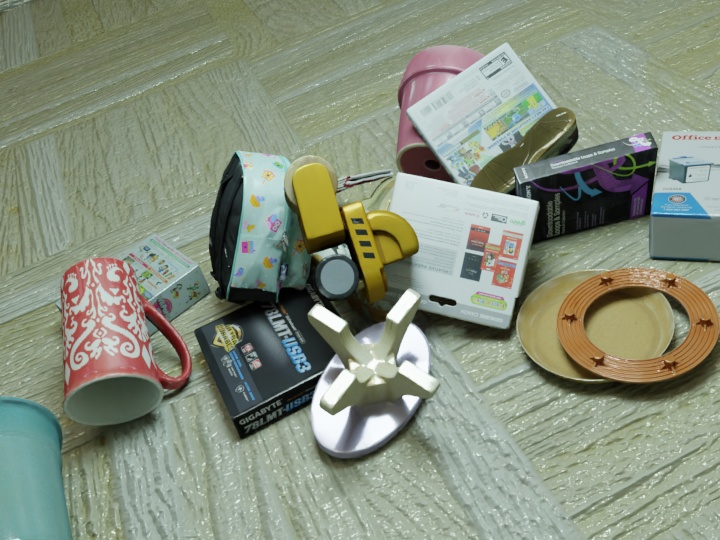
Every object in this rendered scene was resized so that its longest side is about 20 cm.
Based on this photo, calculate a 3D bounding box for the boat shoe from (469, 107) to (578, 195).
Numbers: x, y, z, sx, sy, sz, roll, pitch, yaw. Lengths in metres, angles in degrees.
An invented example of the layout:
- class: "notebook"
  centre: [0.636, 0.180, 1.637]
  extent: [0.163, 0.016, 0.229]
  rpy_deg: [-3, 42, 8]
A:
- class: "boat shoe"
  centre: [0.245, -0.151, 1.248]
  extent: [0.199, 0.065, 0.074]
  rpy_deg: [-40, 42, 7]

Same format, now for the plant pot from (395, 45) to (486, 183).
- class: "plant pot"
  centre: [0.143, -0.238, 1.411]
  extent: [0.197, 0.201, 0.181]
  rpy_deg: [6, 60, 26]

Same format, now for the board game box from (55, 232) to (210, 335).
- class: "board game box"
  centre: [-0.362, 0.041, 1.349]
  extent: [0.199, 0.065, 0.147]
  rpy_deg: [-39, 45, -23]

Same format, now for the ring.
- class: "ring"
  centre: [0.346, 0.060, 1.065]
  extent: [0.197, 0.019, 0.202]
  rpy_deg: [-10, 40, 8]

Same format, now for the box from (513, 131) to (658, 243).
- class: "box"
  centre: [0.322, -0.113, 1.220]
  extent: [0.197, 0.144, 0.036]
  rpy_deg: [-13, 52, 5]

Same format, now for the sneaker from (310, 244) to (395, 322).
- class: "sneaker"
  centre: [0.000, 0.000, 1.258]
  extent: [0.087, 0.076, 0.199]
  rpy_deg: [-30, 43, -23]

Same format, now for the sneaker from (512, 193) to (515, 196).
- class: "sneaker"
  centre: [0.306, -0.122, 1.298]
  extent: [0.197, 0.081, 0.116]
  rpy_deg: [5, 47, 35]

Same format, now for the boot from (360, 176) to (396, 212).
- class: "boot"
  centre: [0.083, -0.080, 1.324]
  extent: [0.153, 0.074, 0.200]
  rpy_deg: [18, 27, 18]

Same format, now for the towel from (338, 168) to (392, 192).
- class: "towel"
  centre: [-0.062, -0.128, 1.364]
  extent: [0.198, 0.023, 0.144]
  rpy_deg: [-11, 6, 32]

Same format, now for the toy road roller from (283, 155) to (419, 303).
- class: "toy road roller"
  centre: [-0.010, -0.057, 1.102]
  extent: [0.144, 0.203, 0.123]
  rpy_deg: [-18, -1, -6]

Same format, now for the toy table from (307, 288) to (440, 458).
- class: "toy table"
  centre: [0.014, 0.123, 1.042]
  extent: [0.181, 0.118, 0.202]
  rpy_deg: [20, 60, 15]

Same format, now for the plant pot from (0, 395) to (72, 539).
- class: "plant pot"
  centre: [-0.429, 0.288, 0.992]
  extent: [0.198, 0.202, 0.197]
  rpy_deg: [-27, 47, -13]

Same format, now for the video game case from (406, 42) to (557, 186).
- class: "video game case"
  centre: [0.201, -0.228, 1.310]
  extent: [0.199, 0.022, 0.183]
  rpy_deg: [-34, 80, -7]

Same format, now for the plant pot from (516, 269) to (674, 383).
- class: "plant pot"
  centre: [0.303, 0.075, 1.099]
  extent: [0.197, 0.028, 0.202]
  rpy_deg: [-10, 40, 8]

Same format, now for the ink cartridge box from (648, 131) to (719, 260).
- class: "ink cartridge box"
  centre: [0.493, -0.109, 1.201]
  extent: [0.144, 0.087, 0.201]
  rpy_deg: [3, 44, 23]

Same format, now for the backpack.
- class: "backpack"
  centre: [-0.142, -0.070, 1.234]
  extent: [0.151, 0.203, 0.176]
  rpy_deg: [-1, 21, -14]

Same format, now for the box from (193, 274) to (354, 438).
- class: "box"
  centre: [-0.114, 0.113, 1.189]
  extent: [0.196, 0.050, 0.200]
  rpy_deg: [-26, 41, -10]

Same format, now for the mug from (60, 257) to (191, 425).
- class: "mug"
  centre: [-0.345, 0.102, 1.197]
  extent: [0.132, 0.177, 0.202]
  rpy_deg: [-31, 57, 17]

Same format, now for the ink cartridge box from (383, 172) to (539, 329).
- class: "ink cartridge box"
  centre: [0.132, -0.026, 1.173]
  extent: [0.197, 0.178, 0.084]
  rpy_deg: [14, 2, 13]
